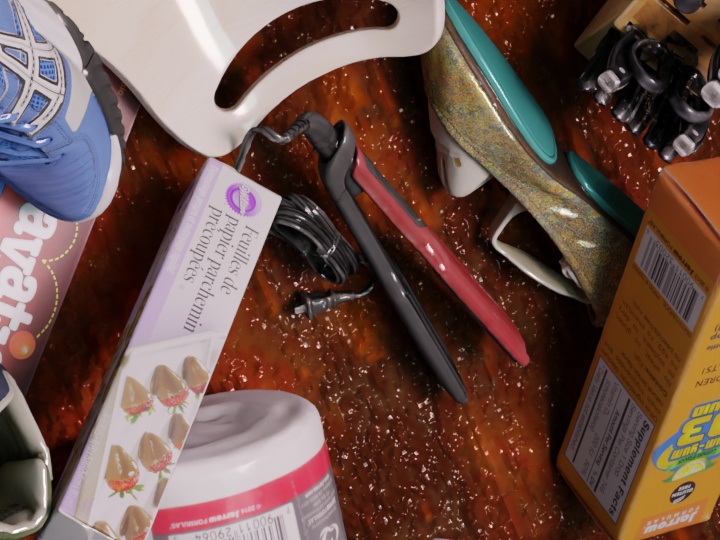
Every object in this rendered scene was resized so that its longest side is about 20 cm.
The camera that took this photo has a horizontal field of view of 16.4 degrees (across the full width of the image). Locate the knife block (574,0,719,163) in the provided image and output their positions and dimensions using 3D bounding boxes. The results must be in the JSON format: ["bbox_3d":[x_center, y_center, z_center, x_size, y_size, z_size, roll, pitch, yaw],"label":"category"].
[{"bbox_3d":[0.176,-0.138,1.167,0.064,0.176,0.200,40,75,-7],"label":"knife block"}]

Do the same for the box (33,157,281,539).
[{"bbox_3d":[-0.084,0.040,1.049,0.039,0.041,0.201,28,51,-10],"label":"box"}]

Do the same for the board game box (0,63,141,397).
[{"bbox_3d":[-0.168,-0.020,1.078,0.103,0.019,0.201,24,84,-32],"label":"board game box"}]

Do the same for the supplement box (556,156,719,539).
[{"bbox_3d":[0.156,0.039,1.191,0.066,0.069,0.201,-13,140,-28],"label":"supplement box"}]

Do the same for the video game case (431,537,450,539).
[{"bbox_3d":[0.009,0.250,1.104,0.200,0.024,0.183,-53,144,-41],"label":"video game case"}]

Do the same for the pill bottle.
[{"bbox_3d":[-0.053,0.163,1.115,0.110,0.111,0.201,-18,105,-27],"label":"pill bottle"}]

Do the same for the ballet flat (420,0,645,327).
[{"bbox_3d":[0.077,-0.045,1.196,0.200,0.071,0.071,45,74,-25],"label":"ballet flat"}]

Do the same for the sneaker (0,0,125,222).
[{"bbox_3d":[-0.156,-0.080,0.992,0.200,0.075,0.077,60,32,-45],"label":"sneaker"}]

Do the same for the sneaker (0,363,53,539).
[{"bbox_3d":[-0.164,0.089,0.996,0.067,0.090,0.201,-46,153,-30],"label":"sneaker"}]

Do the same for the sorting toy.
[{"bbox_3d":[-0.052,-0.144,1.069,0.199,0.107,0.181,-27,118,2],"label":"sorting toy"}]

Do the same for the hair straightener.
[{"bbox_3d":[0.000,0.000,1.147,0.077,0.041,0.200,-35,132,8],"label":"hair straightener"}]
